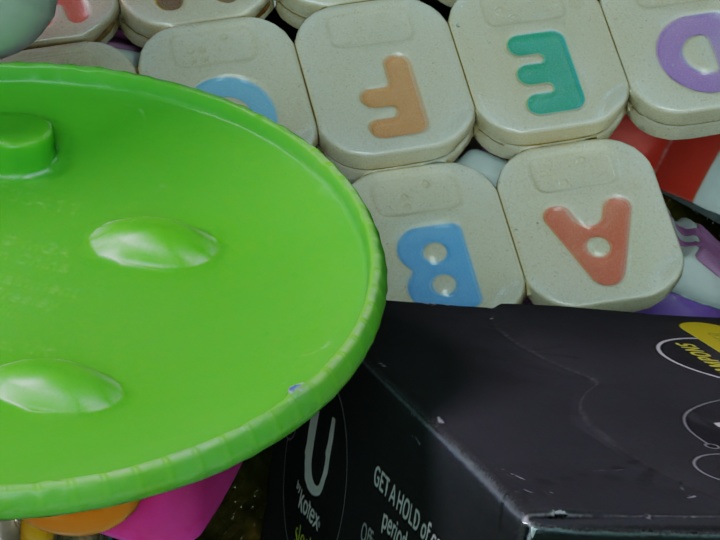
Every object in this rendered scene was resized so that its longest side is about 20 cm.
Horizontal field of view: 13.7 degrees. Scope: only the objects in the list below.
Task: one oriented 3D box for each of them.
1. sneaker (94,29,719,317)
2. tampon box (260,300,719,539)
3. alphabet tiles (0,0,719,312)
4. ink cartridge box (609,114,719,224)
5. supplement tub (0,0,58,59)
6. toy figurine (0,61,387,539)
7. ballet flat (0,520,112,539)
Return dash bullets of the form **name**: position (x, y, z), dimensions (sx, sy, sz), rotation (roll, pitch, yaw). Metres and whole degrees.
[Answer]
- **sneaker**: position (0.000, 0.000, 0.788), dimensions (0.200, 0.080, 0.089), rotation (16, 95, 7)
- **tampon box**: position (0.052, 0.121, 0.626), dimensions (0.126, 0.150, 0.200), rotation (3, 105, -19)
- **alphabet tiles**: position (0.000, -0.065, 0.759), dimensions (0.200, 0.015, 0.196), rotation (-8, 56, -10)
- **ink cartridge box**: position (0.145, -0.077, 0.795), dimensions (0.200, 0.050, 0.162), rotation (30, 88, 0)
- **supplement tub**: position (-0.099, -0.158, 0.643), dimensions (0.140, 0.140, 0.200), rotation (22, 92, 3)
- **toy figurine**: position (-0.097, 0.067, 0.631), dimensions (0.200, 0.150, 0.184), rotation (11, 125, 13)
- **ballet flat**: position (-0.090, 0.111, 0.759), dimensions (0.071, 0.065, 0.200), rotation (-38, 56, 35)
